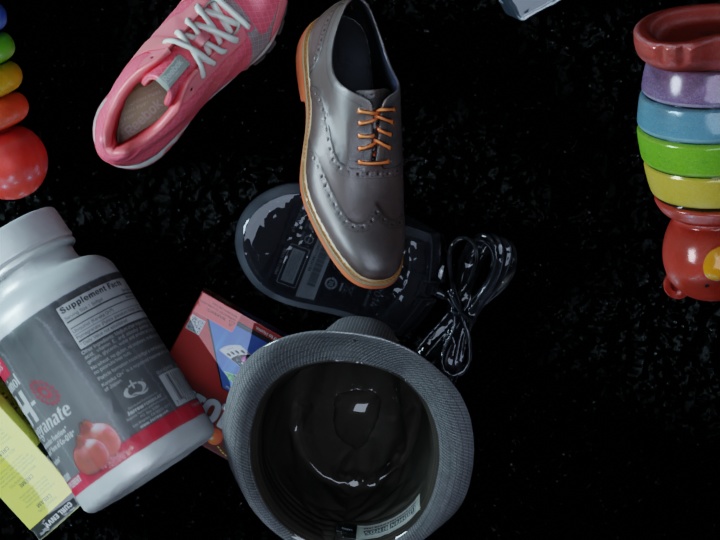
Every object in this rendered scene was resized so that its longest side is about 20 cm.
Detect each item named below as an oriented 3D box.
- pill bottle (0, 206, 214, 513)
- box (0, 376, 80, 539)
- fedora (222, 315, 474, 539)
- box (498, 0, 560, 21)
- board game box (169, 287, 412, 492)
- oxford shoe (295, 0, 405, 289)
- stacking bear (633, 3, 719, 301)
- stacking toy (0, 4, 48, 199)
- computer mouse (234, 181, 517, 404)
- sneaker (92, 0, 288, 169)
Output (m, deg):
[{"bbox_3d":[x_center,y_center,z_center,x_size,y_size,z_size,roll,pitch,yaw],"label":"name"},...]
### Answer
[{"bbox_3d":[-0.199,0.060,1.275,0.110,0.111,0.201,-33,86,7],"label":"pill bottle"},{"bbox_3d":[-0.277,0.100,1.311,0.050,0.075,0.200,-41,95,6],"label":"box"},{"bbox_3d":[-0.005,0.105,1.265,0.175,0.091,0.202,1,120,8],"label":"fedora"},{"bbox_3d":[0.100,-0.280,1.196,0.106,0.148,0.201,-29,98,6],"label":"box"},{"bbox_3d":[-0.054,0.107,1.333,0.199,0.019,0.104,29,101,-4],"label":"board game box"},{"bbox_3d":[-0.003,-0.089,1.234,0.070,0.073,0.202,-7,78,-21],"label":"oxford shoe"},{"bbox_3d":[0.246,-0.074,1.249,0.120,0.114,0.202,-6,111,-6],"label":"stacking bear"},{"bbox_3d":[-0.274,-0.145,1.267,0.084,0.085,0.202,-17,103,4],"label":"stacking toy"},{"bbox_3d":[0.000,0.000,1.301,0.198,0.053,0.139,25,101,-14],"label":"computer mouse"},{"bbox_3d":[-0.115,-0.146,1.256,0.074,0.087,0.201,38,99,-6],"label":"sneaker"}]
